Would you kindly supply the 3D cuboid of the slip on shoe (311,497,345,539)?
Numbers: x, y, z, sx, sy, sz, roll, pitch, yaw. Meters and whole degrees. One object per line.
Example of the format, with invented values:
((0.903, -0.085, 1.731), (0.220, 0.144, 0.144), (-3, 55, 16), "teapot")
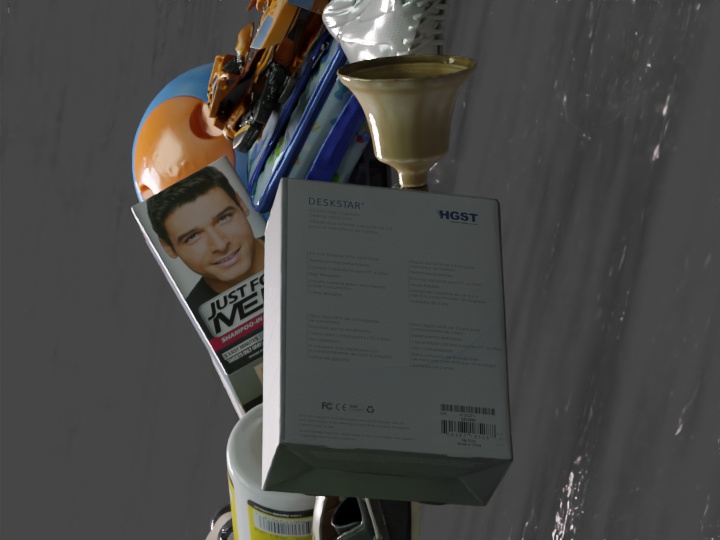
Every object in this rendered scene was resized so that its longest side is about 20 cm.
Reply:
((-0.003, 0.205, 1.658), (0.061, 0.075, 0.201), (-110, 20, -60), "slip on shoe")

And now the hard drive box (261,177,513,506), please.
((0.015, 0.047, 1.419), (0.077, 0.155, 0.201), (111, 162, -58), "hard drive box")

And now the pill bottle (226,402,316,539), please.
((-0.051, 0.206, 1.755), (0.201, 0.110, 0.112), (90, 177, -46), "pill bottle")

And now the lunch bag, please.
((-0.030, -0.142, 1.842), (0.201, 0.082, 0.161), (-61, 17, 24), "lunch bag")

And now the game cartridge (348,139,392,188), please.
((0.002, 0.000, 1.838), (0.130, 0.038, 0.201), (116, 158, -50), "game cartridge")

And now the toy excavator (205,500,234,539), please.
((-0.093, 0.336, 1.917), (0.201, 0.194, 0.100), (-58, 11, 0), "toy excavator")

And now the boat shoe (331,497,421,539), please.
((0.011, 0.190, 1.576), (0.072, 0.067, 0.201), (-114, 22, -62), "boat shoe")

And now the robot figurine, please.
((-0.076, -0.199, 1.809), (0.201, 0.058, 0.145), (-61, 16, 20), "robot figurine")

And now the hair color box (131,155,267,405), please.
((-0.111, 0.007, 1.852), (0.201, 0.099, 0.061), (57, 172, 31), "hair color box")

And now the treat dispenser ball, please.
((-0.127, -0.107, 2.114), (0.201, 0.199, 0.203), (-174, 90, -79), "treat dispenser ball")

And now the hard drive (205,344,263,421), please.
((-0.085, 0.143, 1.939), (0.201, 0.038, 0.140), (65, 174, -11), "hard drive")

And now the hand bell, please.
((0.041, -0.053, 1.583), (0.104, 0.103, 0.202), (-122, 27, -73), "hand bell")

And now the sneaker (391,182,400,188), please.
((0.000, 0.000, 1.709), (0.200, 0.077, 0.092), (-42, 15, 51), "sneaker")

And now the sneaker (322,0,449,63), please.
((0.045, -0.201, 1.658), (0.100, 0.077, 0.200), (67, 154, 9), "sneaker")
